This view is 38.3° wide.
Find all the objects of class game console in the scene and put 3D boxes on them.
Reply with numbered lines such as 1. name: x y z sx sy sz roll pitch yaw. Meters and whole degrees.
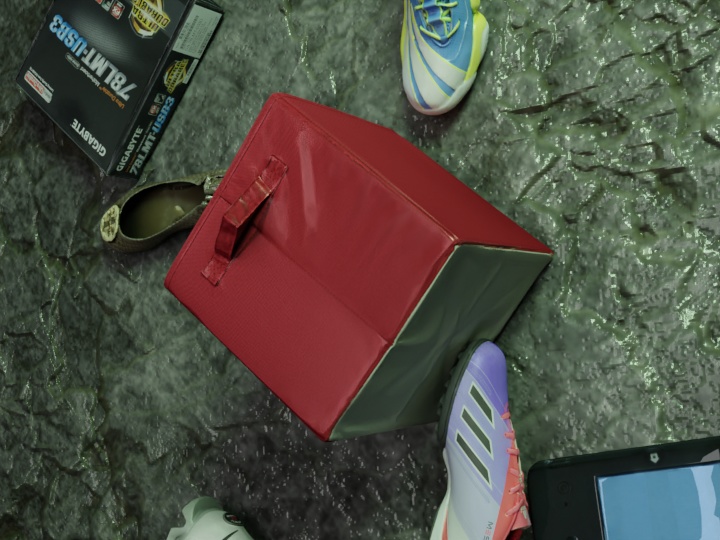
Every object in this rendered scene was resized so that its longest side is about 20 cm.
1. game console: 0.211 0.205 0.692 0.200 0.031 0.177 -15 77 33

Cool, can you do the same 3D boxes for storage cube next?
1. storage cube: 0.000 0.000 0.766 0.180 0.200 0.171 40 107 25

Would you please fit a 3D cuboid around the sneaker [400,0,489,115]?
1. sneaker: 0.052 -0.227 0.805 0.076 0.105 0.200 9 90 36

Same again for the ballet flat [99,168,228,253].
1. ballet flat: -0.185 -0.059 0.992 0.200 0.046 0.067 -9 79 34

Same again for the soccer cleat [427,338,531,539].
1. soccer cleat: 0.095 0.151 0.759 0.073 0.068 0.200 9 95 35

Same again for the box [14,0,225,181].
1. box: -0.251 -0.227 1.058 0.200 0.050 0.199 43 108 31

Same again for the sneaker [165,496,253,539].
1. sneaker: -0.146 0.309 0.908 0.088 0.074 0.200 25 100 37
